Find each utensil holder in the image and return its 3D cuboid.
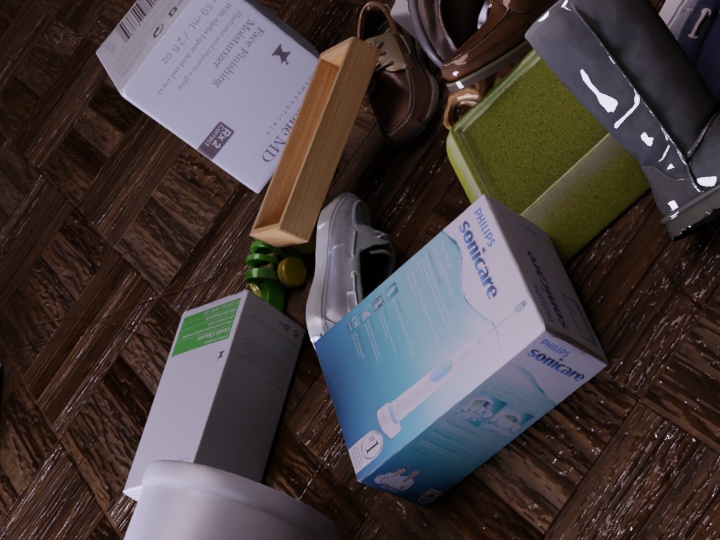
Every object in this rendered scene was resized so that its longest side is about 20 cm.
[{"bbox_3d":[-0.125,0.276,1.331,0.170,0.170,0.201,-11,53,51],"label":"utensil holder"}]

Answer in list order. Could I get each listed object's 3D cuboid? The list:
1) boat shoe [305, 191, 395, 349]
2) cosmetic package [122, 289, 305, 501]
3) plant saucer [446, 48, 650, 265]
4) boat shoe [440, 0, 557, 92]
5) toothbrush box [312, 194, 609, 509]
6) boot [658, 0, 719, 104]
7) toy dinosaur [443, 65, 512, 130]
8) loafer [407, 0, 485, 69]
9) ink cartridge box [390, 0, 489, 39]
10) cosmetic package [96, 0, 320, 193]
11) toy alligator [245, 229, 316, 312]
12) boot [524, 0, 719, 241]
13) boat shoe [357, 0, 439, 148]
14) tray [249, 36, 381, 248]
[{"bbox_3d":[0.000,0.000,1.546,0.071,0.070,0.201,-13,40,19],"label":"boat shoe"},{"bbox_3d":[-0.135,0.131,1.577,0.107,0.085,0.200,-20,43,42],"label":"cosmetic package"},{"bbox_3d":[0.158,-0.112,1.395,0.200,0.048,0.200,-43,41,20],"label":"plant saucer"},{"bbox_3d":[0.138,-0.233,1.459,0.200,0.068,0.072,-39,16,-19],"label":"boat shoe"},{"bbox_3d":[0.074,0.064,1.310,0.200,0.085,0.147,-43,44,23],"label":"toothbrush box"},{"bbox_3d":[0.277,-0.176,1.319,0.090,0.073,0.200,23,58,24],"label":"boot"},{"bbox_3d":[0.109,-0.178,1.546,0.200,0.060,0.106,41,101,32],"label":"toy dinosaur"},{"bbox_3d":[0.089,-0.274,1.501,0.071,0.073,0.201,-10,72,33],"label":"loafer"},{"bbox_3d":[0.138,-0.292,1.608,0.200,0.084,0.145,-1,60,55],"label":"ink cartridge box"},{"bbox_3d":[-0.156,-0.225,1.854,0.165,0.200,0.165,-51,28,7],"label":"cosmetic package"},{"bbox_3d":[-0.077,-0.040,1.698,0.059,0.054,0.200,-16,47,48],"label":"toy alligator"},{"bbox_3d":[0.234,-0.143,1.214,0.182,0.072,0.200,-34,76,30],"label":"boot"},{"bbox_3d":[0.026,-0.201,1.691,0.076,0.074,0.200,-41,32,24],"label":"boat shoe"},{"bbox_3d":[-0.043,-0.122,1.628,0.201,0.037,0.099,-68,17,-10],"label":"tray"}]
